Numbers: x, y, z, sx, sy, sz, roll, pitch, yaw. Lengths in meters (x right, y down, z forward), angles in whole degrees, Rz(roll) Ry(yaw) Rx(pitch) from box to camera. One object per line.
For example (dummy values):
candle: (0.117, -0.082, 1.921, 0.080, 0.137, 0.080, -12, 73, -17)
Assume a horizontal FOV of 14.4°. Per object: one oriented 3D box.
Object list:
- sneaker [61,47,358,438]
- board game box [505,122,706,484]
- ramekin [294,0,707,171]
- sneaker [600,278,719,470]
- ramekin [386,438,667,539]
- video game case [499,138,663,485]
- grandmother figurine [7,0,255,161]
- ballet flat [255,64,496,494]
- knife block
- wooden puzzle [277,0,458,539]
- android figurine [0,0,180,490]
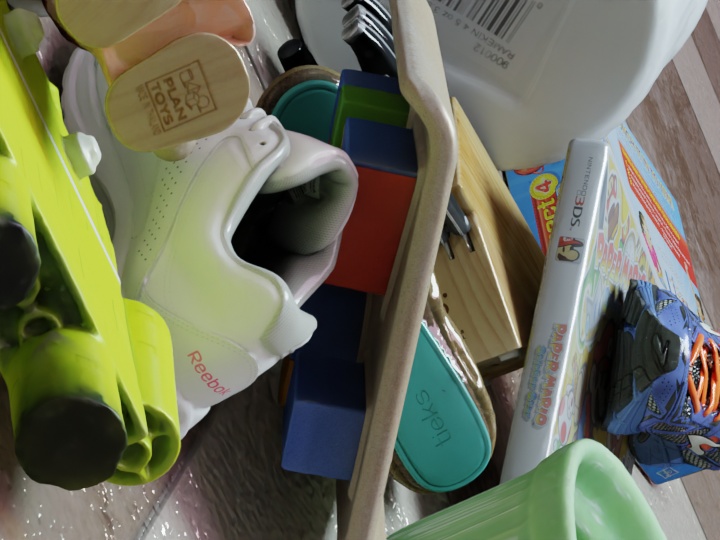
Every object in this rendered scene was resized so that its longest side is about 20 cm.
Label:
sneaker: (-0.045, -0.028, 0.974, 0.078, 0.099, 0.200, 52, 23, -43)
board game box: (0.149, -0.005, 1.687, 0.200, 0.056, 0.196, 50, 24, -50)
ramekin: (0.063, -0.144, 1.326, 0.201, 0.200, 0.098, 63, 24, -20)
sneaker: (0.162, 0.052, 1.341, 0.200, 0.078, 0.076, 35, 63, -72)
ramekin: (0.079, 0.177, 1.138, 0.200, 0.097, 0.201, -21, 90, -74)
video game case: (0.106, 0.060, 1.329, 0.200, 0.023, 0.183, 57, 43, -65)
grandmother figurine: (-0.081, -0.092, 0.914, 0.200, 0.060, 0.122, -129, -158, -66)
ballet flat: (0.000, 0.000, 1.181, 0.200, 0.068, 0.072, 63, -3, -23)
knife block: (0.029, -0.035, 1.301, 0.200, 0.064, 0.176, 4, 67, -73)
wooden puzzle: (-0.001, 0.007, 1.047, 0.185, 0.046, 0.201, -95, -169, -73)
android figurine: (-0.101, -0.026, 0.832, 0.200, 0.041, 0.182, -105, 173, -61)
